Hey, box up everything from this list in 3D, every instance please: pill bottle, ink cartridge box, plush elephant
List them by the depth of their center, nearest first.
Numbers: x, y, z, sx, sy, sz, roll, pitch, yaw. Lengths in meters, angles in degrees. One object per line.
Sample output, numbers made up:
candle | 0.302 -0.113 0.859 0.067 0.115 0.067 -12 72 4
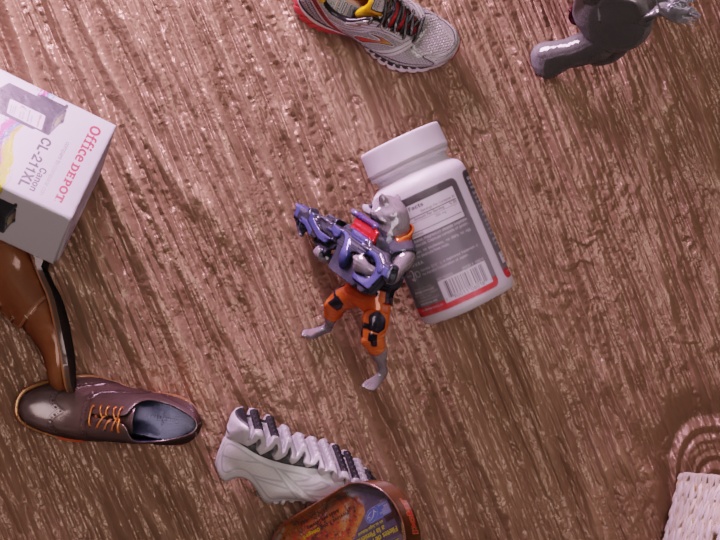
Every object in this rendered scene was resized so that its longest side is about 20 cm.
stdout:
ink cartridge box | -0.368 -0.121 1.327 0.198 0.083 0.147 25 48 -11
pill bottle | 0.082 -0.053 1.446 0.113 0.114 0.202 -24 92 -14
plush elephant | 0.295 -0.333 1.508 0.197 0.156 0.166 -1 131 18

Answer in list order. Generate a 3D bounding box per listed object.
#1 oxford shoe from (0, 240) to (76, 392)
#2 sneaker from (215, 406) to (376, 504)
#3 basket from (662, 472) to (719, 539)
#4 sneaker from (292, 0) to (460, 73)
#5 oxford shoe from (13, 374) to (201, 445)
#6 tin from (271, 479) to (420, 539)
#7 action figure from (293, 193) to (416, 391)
oxford shoe | -0.347 0.039 1.362 0.070 0.071 0.202 -19 79 -9
sneaker | -0.066 0.223 1.421 0.198 0.075 0.082 26 100 -13
basket | 0.458 0.347 1.486 0.197 0.161 0.201 19 82 -11
sneaker | 0.021 -0.281 1.463 0.197 0.082 0.079 17 82 -13
oxford shoe | -0.264 0.148 1.369 0.197 0.073 0.073 4 86 -13
tin | -0.018 0.297 1.372 0.042 0.199 0.113 6 56 -50
action figure | 0.000 0.000 1.414 0.103 0.200 0.196 3 118 -35
